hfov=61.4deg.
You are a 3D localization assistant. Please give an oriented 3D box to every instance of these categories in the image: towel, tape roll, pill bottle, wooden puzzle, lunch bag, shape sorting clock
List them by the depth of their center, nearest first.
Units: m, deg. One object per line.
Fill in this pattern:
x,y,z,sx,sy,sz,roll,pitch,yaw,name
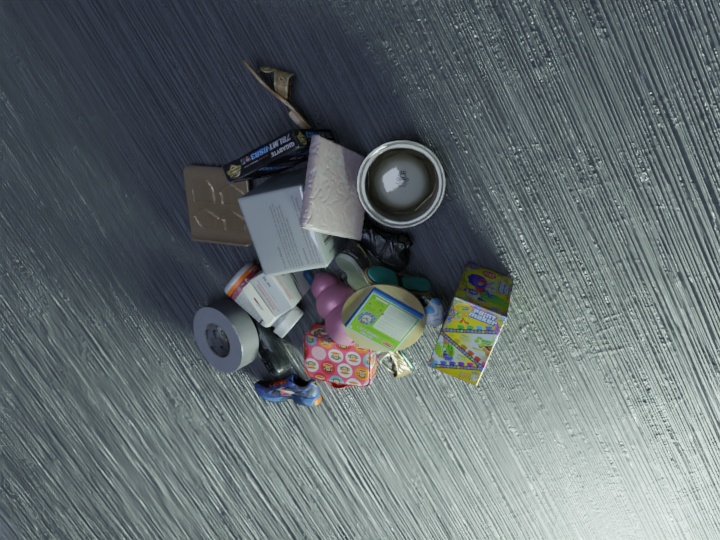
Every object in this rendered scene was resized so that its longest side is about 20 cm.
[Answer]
-0.055,-0.178,1.352,0.032,0.191,0.201,3,84,39,towel
0.054,0.113,1.430,0.199,0.039,0.201,1,120,2,shape sorting clock
-0.363,-0.171,1.580,0.184,0.046,0.201,7,111,16,wooden puzzle
-0.254,0.080,1.616,0.200,0.110,0.110,41,120,-3,pill bottle
-0.054,0.241,1.637,0.199,0.082,0.177,8,116,15,lunch bag
-0.378,0.183,1.697,0.200,0.066,0.201,17,118,33,tape roll

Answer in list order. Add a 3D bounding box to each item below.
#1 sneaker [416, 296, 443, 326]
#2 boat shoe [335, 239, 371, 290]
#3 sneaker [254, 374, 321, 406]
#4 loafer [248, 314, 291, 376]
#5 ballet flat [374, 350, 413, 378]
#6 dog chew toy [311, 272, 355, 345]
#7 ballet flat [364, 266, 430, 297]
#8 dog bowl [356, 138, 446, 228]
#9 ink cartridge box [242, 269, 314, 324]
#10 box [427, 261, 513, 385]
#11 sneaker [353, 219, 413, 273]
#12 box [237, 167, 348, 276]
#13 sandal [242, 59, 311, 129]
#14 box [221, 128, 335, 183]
0.128,0.102,1.502,0.200,0.072,0.073,-7,82,49,sneaker
0.000,0.000,1.487,0.071,0.061,0.201,14,155,25,boat shoe
-0.208,0.333,1.746,0.199,0.075,0.079,4,106,8,sneaker
-0.257,0.196,1.698,0.068,0.070,0.201,-32,84,47,loafer
0.069,0.206,1.562,0.065,0.071,0.200,-33,115,-3,ballet flat
-0.055,0.090,1.543,0.125,0.124,0.200,-44,70,29,dog chew toy
0.081,0.038,1.459,0.199,0.069,0.063,13,145,-33,ballet flat
0.092,-0.199,1.369,0.199,0.074,0.201,1,110,3,dog bowl
-0.201,0.036,1.526,0.067,0.200,0.116,-28,103,27,ink cartridge box
0.259,0.118,1.406,0.122,0.200,0.193,21,118,9,box
0.052,-0.082,1.460,0.114,0.076,0.200,-32,103,26,sneaker
-0.150,-0.122,1.438,0.171,0.200,0.200,-10,111,20,box
-0.172,-0.419,1.395,0.070,0.078,0.212,-40,103,9,sandal
-0.180,-0.263,1.383,0.198,0.200,0.050,-22,93,25,box
